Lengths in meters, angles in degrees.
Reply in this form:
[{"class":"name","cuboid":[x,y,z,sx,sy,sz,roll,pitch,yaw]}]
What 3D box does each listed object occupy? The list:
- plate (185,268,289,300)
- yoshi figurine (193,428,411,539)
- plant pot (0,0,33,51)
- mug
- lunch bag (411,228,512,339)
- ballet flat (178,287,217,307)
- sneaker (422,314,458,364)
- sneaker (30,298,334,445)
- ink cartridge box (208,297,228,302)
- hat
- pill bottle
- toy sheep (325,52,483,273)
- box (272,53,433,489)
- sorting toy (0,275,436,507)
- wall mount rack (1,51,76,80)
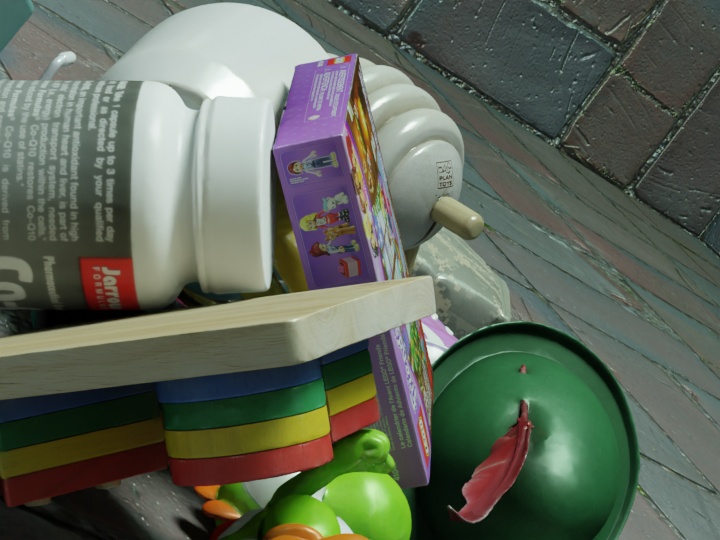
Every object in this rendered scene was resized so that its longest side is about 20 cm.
[{"class":"plate","cuboid":[-0.104,-0.012,1.391,0.200,0.026,0.200,9,14,-2]},{"class":"yoshi figurine","cuboid":[-0.012,0.135,1.043,0.112,0.112,0.200,50,5,-16]},{"class":"plant pot","cuboid":[-0.310,-0.193,1.370,0.141,0.141,0.200,43,6,28]},{"class":"mug","cuboid":[-0.074,-0.063,1.208,0.186,0.149,0.153,29,13,4]},{"class":"lunch bag","cuboid":[0.017,0.000,1.620,0.164,0.118,0.200,35,16,-9]},{"class":"ballet flat","cuboid":[-0.132,0.021,1.243,0.200,0.071,0.071,35,11,-3]},{"class":"sneaker","cuboid":[0.029,0.028,1.466,0.200,0.073,0.114,27,52,-5]},{"class":"sneaker","cuboid":[-0.094,0.054,1.139,0.200,0.084,0.121,30,6,6]},{"class":"ink cartridge box","cuboid":[-0.021,0.095,1.319,0.119,0.042,0.200,26,17,-41]},{"class":"hat","cuboid":[0.121,0.114,1.212,0.166,0.200,0.176,45,-23,-13]},{"class":"pill bottle","cuboid":[-0.144,-0.037,1.061,0.200,0.114,0.114,1,13,2]},{"class":"toy sheep","cuboid":[-0.002,-0.063,1.337,0.200,0.138,0.138,29,6,29]},{"class":"box","cuboid":[0.000,0.000,1.150,0.137,0.039,0.200,-82,159,-66]},{"class":"sorting toy","cuboid":[-0.084,0.056,0.958,0.199,0.200,0.070,-15,97,-72]},{"class":"wall mount rack","cuboid":[-0.163,-0.103,1.598,0.200,0.075,0.174,39,11,7]}]
